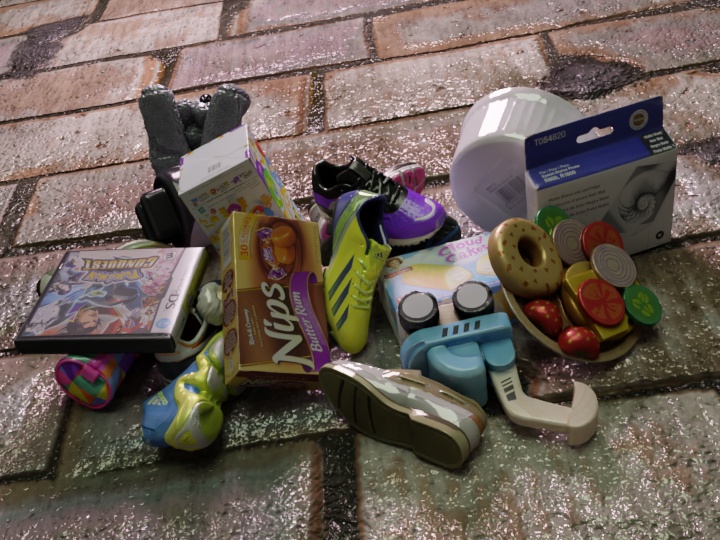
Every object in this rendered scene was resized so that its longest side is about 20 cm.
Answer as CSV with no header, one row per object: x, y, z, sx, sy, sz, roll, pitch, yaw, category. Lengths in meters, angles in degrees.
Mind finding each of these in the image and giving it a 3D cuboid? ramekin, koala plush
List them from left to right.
-0.262,-0.219,1.609,0.174,0.187,0.200,0,14,-1,koala plush
0.216,-0.134,1.306,0.198,0.202,0.098,7,46,24,ramekin

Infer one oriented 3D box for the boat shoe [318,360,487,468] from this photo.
0.046,0.147,1.070,0.198,0.076,0.068,25,44,28,boat shoe

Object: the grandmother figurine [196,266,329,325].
-0.114,0.031,1.218,0.198,0.061,0.121,-7,37,-33,grandmother figurine

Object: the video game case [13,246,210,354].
-0.302,0.034,1.207,0.197,0.026,0.182,-1,37,9,video game case

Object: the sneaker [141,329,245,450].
-0.200,0.136,1.141,0.104,0.077,0.200,-12,22,18,sneaker

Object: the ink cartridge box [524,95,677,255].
0.303,-0.098,1.223,0.197,0.202,0.041,-18,35,-10,ink cartridge box

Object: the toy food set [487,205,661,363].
0.251,0.013,1.138,0.196,0.049,0.201,-17,66,-31,toy food set

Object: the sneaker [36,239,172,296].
-0.343,0.026,1.360,0.198,0.077,0.089,-22,68,-18,sneaker

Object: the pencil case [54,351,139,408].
-0.305,0.080,1.234,0.087,0.089,0.201,3,40,19,pencil case

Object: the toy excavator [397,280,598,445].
0.146,0.116,1.078,0.192,0.101,0.202,-11,49,0,toy excavator

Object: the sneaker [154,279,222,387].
-0.207,0.059,1.248,0.077,0.080,0.201,-2,34,12,sneaker

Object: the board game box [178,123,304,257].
-0.144,-0.070,1.285,0.104,0.201,0.104,-25,34,8,board game box

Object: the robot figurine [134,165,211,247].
-0.227,-0.104,1.429,0.198,0.126,0.150,-22,34,-26,robot figurine

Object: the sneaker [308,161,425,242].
0.004,-0.112,1.430,0.199,0.074,0.087,-32,46,-20,sneaker

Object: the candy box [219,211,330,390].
-0.103,0.037,1.154,0.115,0.056,0.203,7,61,-25,candy box

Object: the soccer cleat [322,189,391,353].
0.000,0.000,1.193,0.083,0.203,0.064,-5,-11,34,soccer cleat

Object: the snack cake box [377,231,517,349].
0.127,0.020,1.221,0.197,0.068,0.115,-15,36,-6,snack cake box

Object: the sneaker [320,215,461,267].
0.041,-0.033,1.330,0.197,0.077,0.077,-8,9,7,sneaker

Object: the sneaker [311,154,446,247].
0.014,-0.098,1.258,0.198,0.100,0.070,14,53,30,sneaker
